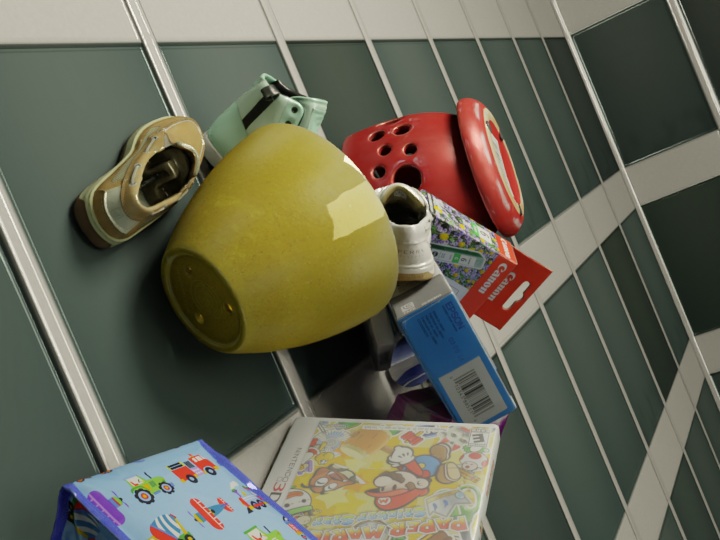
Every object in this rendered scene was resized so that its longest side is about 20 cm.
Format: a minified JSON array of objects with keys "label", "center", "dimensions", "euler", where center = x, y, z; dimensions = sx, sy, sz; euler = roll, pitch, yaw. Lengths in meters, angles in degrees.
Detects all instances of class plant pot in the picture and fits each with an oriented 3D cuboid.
[{"label":"plant pot","center":[0.096,-0.102,1.283],"dimensions":[0.200,0.182,0.201],"euler":[-18,90,-74]},{"label":"plant pot","center":[-0.088,-0.007,0.904],"dimensions":[0.142,0.200,0.201],"euler":[-37,105,-37]}]

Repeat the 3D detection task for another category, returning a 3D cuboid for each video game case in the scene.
[{"label":"video game case","center":[0.012,0.192,0.903],"dimensions":[0.182,0.199,0.023],"euler":[-64,150,-57]},{"label":"video game case","center":[0.000,0.000,1.127],"dimensions":[0.182,0.022,0.201],"euler":[89,-14,-76]}]

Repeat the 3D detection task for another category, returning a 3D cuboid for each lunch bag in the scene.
[{"label":"lunch bag","center":[-0.086,0.208,0.685],"dimensions":[0.150,0.199,0.095],"euler":[-7,119,-63]}]

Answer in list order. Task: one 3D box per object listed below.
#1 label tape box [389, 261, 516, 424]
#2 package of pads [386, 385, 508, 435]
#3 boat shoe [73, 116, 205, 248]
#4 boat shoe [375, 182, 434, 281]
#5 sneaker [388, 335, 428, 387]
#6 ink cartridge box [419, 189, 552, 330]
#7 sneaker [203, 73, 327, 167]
[{"label":"label tape box","center":[0.080,0.058,1.070],"dimensions":[0.145,0.063,0.200],"euler":[60,3,-20]},{"label":"package of pads","center":[0.088,0.189,1.134],"dimensions":[0.200,0.075,0.121],"euler":[0,113,-62]},{"label":"boat shoe","center":[-0.168,-0.086,0.902],"dimensions":[0.072,0.076,0.200],"euler":[56,28,-23]},{"label":"boat shoe","center":[0.042,-0.057,1.059],"dimensions":[0.200,0.070,0.070],"euler":[-109,-162,-66]},{"label":"sneaker","center":[0.111,0.109,1.286],"dimensions":[0.116,0.080,0.199],"euler":[61,25,-9]},{"label":"ink cartridge box","center":[0.120,0.003,1.205],"dimensions":[0.199,0.109,0.050],"euler":[29,26,-20]},{"label":"sneaker","center":[-0.054,-0.100,1.008],"dimensions":[0.200,0.118,0.074],"euler":[44,20,4]}]
